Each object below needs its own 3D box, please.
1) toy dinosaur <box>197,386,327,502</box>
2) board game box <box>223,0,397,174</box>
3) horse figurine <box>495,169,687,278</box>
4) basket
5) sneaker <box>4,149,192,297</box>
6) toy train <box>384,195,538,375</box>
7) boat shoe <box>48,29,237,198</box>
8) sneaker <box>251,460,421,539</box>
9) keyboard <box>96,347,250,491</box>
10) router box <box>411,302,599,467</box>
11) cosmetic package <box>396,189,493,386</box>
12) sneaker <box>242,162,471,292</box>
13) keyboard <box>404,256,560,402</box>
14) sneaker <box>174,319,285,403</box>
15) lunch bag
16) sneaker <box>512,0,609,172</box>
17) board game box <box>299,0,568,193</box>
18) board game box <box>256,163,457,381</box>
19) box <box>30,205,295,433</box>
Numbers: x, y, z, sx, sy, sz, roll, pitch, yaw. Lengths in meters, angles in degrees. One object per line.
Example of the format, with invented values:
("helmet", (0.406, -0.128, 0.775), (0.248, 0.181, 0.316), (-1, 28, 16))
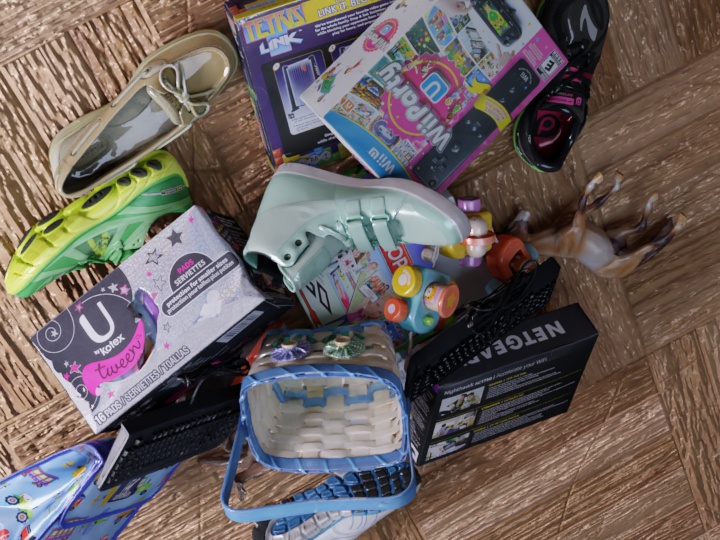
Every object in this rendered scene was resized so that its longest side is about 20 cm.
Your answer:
("toy dinosaur", (-0.081, 0.165, 1.397), (0.086, 0.135, 0.200), (51, 123, 6))
("board game box", (-0.008, -0.194, 1.216), (0.199, 0.057, 0.166), (-19, 122, -8))
("horse figurine", (0.258, -0.040, 1.401), (0.199, 0.050, 0.133), (19, 124, -34))
("basket", (-0.037, 0.145, 1.228), (0.175, 0.201, 0.140), (-6, 135, 6))
("sneaker", (-0.241, -0.029, 1.221), (0.199, 0.074, 0.084), (-34, 121, 2))
("toy train", (0.112, 0.016, 1.302), (0.200, 0.055, 0.151), (-44, 126, -27))
("boat shoe", (-0.192, -0.137, 1.177), (0.200, 0.063, 0.073), (-32, 125, 5))
("sneaker", (-0.020, 0.278, 1.495), (0.199, 0.075, 0.087), (-24, 135, 2))
("keyboard", (-0.158, 0.135, 1.223), (0.200, 0.021, 0.128), (-14, 134, -61))
("router box", (0.147, 0.123, 1.418), (0.199, 0.051, 0.150), (-17, 144, -22))
("cosmetic package", (0.062, 0.024, 1.375), (0.150, 0.052, 0.200), (-32, 124, -2))
("sneaker", (-0.007, -0.021, 1.158), (0.119, 0.199, 0.074), (-65, 151, -26))
("keyboard", (0.128, 0.061, 1.291), (0.200, 0.040, 0.104), (-35, 149, -24))
("sneaker", (-0.162, 0.109, 1.347), (0.082, 0.077, 0.200), (37, 100, -10))
("lunch bag", (-0.258, 0.201, 1.276), (0.200, 0.094, 0.150), (-39, 161, 25))
("sneaker", (0.201, -0.185, 1.274), (0.076, 0.084, 0.201), (2, 119, -10))
("board game box", (0.068, -0.170, 1.178), (0.200, 0.064, 0.148), (-45, 125, 2))
("board game box", (0.000, 0.000, 1.293), (0.134, 0.029, 0.201), (-27, 122, -1))
("box", (-0.182, 0.045, 1.232), (0.200, 0.132, 0.115), (-39, 81, 6))
